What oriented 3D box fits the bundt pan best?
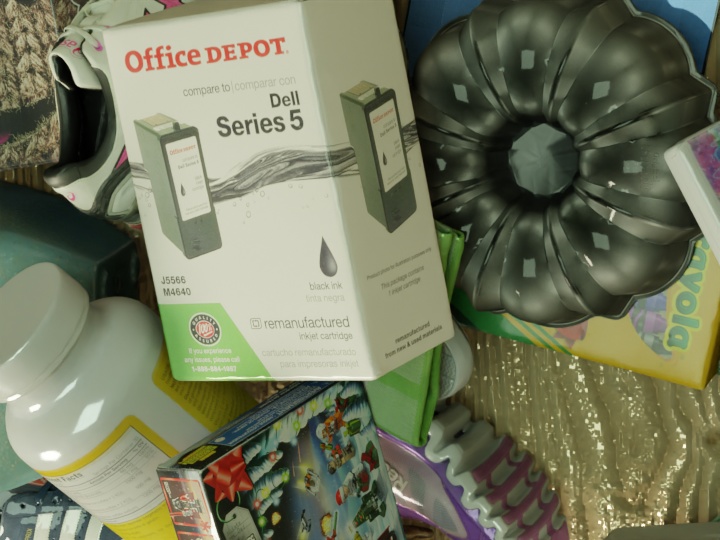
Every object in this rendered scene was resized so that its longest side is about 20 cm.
[{"bbox_3d":[0.100,-0.062,1.119,0.201,0.076,0.203,3,99,21],"label":"bundt pan"}]

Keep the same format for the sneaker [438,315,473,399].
[{"bbox_3d":[0.000,0.000,1.206,0.200,0.071,0.073,39,131,24],"label":"sneaker"}]

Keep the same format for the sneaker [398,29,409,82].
[{"bbox_3d":[-0.036,-0.154,1.126,0.076,0.087,0.201,-31,63,44],"label":"sneaker"}]

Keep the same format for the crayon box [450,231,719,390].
[{"bbox_3d":[0.153,-0.011,1.174,0.199,0.051,0.128,14,103,17],"label":"crayon box"}]

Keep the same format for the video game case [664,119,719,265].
[{"bbox_3d":[0.282,-0.014,1.081,0.181,0.024,0.201,-27,89,-20],"label":"video game case"}]

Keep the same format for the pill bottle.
[{"bbox_3d":[-0.131,0.087,1.153,0.112,0.112,0.200,-33,122,22],"label":"pill bottle"}]

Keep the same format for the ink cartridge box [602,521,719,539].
[{"bbox_3d":[0.206,0.251,1.166,0.115,0.068,0.201,-7,96,24],"label":"ink cartridge box"}]

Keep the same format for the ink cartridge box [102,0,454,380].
[{"bbox_3d":[-0.044,-0.048,1.074,0.145,0.084,0.201,-3,104,38],"label":"ink cartridge box"}]

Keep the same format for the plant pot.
[{"bbox_3d":[-0.245,0.040,1.264,0.199,0.196,0.197,1,99,6],"label":"plant pot"}]

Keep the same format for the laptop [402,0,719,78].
[{"bbox_3d":[0.109,-0.188,1.131,0.186,0.200,0.116,15,69,17],"label":"laptop"}]

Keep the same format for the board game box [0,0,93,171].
[{"bbox_3d":[-0.207,-0.165,1.235,0.159,0.097,0.201,-7,96,40],"label":"board game box"}]

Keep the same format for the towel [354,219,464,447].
[{"bbox_3d":[-0.028,-0.001,1.165,0.199,0.031,0.150,28,127,30],"label":"towel"}]

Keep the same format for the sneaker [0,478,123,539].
[{"bbox_3d":[-0.189,0.150,1.307,0.199,0.075,0.085,-30,107,22],"label":"sneaker"}]

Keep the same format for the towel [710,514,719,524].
[{"bbox_3d":[0.263,0.235,1.188,0.200,0.023,0.153,47,111,8],"label":"towel"}]

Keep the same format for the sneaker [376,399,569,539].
[{"bbox_3d":[0.040,0.126,1.230,0.200,0.080,0.089,44,117,14],"label":"sneaker"}]

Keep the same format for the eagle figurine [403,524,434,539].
[{"bbox_3d":[-0.057,0.239,1.238,0.151,0.151,0.201,19,98,6],"label":"eagle figurine"}]

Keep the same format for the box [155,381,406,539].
[{"bbox_3d":[-0.030,0.173,1.135,0.040,0.137,0.201,-1,111,43],"label":"box"}]

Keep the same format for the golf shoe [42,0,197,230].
[{"bbox_3d":[-0.131,-0.128,1.141,0.072,0.092,0.201,-6,74,40],"label":"golf shoe"}]
